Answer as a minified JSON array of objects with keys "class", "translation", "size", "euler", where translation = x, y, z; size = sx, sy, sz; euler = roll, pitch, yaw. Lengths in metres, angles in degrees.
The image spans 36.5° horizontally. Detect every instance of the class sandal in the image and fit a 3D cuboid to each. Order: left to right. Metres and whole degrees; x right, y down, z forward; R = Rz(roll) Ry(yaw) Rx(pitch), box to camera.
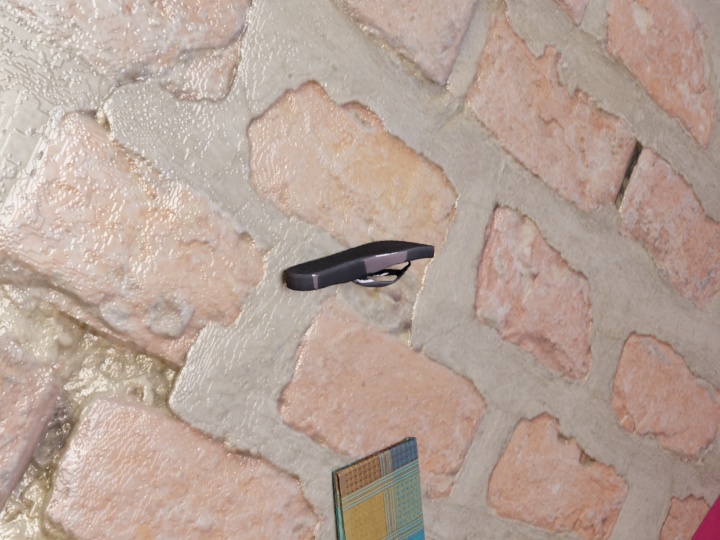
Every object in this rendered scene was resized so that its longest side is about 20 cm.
[{"class":"sandal","translation":[-0.001,0.000,1.303],"size":[0.197,0.076,0.044],"euler":[-15,106,-28]}]

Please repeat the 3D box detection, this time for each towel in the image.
[{"class":"towel","translation":[0.027,0.333,1.422],"size":[0.145,0.022,0.204],"euler":[-16,107,-40]}]

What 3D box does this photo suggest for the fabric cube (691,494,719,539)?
[{"class":"fabric cube","translation":[0.750,0.520,1.983],"size":[0.196,0.198,0.202],"euler":[-46,125,-27]}]
